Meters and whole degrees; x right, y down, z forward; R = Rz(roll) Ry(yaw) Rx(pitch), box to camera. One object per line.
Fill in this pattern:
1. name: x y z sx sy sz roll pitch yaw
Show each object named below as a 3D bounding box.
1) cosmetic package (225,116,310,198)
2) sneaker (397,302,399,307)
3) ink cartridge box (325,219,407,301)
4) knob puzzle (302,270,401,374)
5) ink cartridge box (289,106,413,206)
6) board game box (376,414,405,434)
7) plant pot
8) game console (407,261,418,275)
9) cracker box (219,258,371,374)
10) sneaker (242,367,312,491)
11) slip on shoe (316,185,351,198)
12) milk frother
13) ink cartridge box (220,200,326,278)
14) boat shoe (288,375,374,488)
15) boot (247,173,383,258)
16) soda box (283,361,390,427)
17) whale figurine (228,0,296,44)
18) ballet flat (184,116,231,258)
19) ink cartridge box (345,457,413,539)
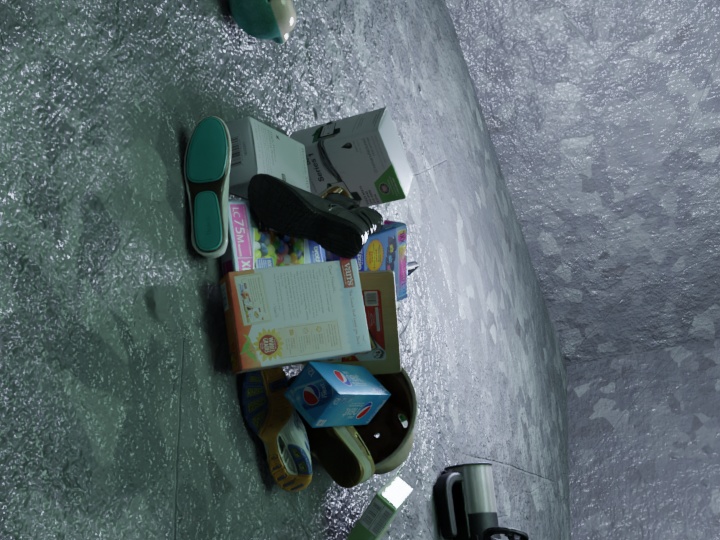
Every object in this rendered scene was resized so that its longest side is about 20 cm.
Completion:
1. cosmetic package: -0.151 -0.166 1.481 0.199 0.073 0.104 10 70 -67
2. sneaker: -0.005 0.126 1.710 0.111 0.071 0.204 15 90 -34
3. ink cartridge box: 0.000 0.000 1.582 0.199 0.075 0.140 -20 113 -52
4. knob puzzle: -0.039 0.082 1.452 0.031 0.215 0.223 -84 154 -62
5. ink cartridge box: -0.024 -0.187 1.657 0.148 0.196 0.085 64 27 -30
6. board game box: 0.031 0.203 1.697 0.023 0.103 0.203 42 -28 59
7. plant pot: 0.011 0.254 1.553 0.184 0.196 0.205 62 23 -64
8. game console: 0.057 0.083 1.852 0.119 0.170 0.199 52 18 9
9. cracker box: -0.092 0.064 1.322 0.058 0.196 0.137 152 -69 -65
10. sneaker: -0.123 0.220 1.368 0.088 0.074 0.204 -91 167 -82
11. slip on shoe: -0.097 -0.065 1.507 0.076 0.060 0.200 50 63 -8
12. milk frother: 0.279 0.524 2.076 0.180 0.196 0.192 27 53 -59
13. ink cartridge box: -0.123 -0.043 1.410 0.197 0.042 0.122 -2 79 -43
14. boat shoe: -0.049 0.247 1.430 0.066 0.074 0.201 13 36 -57
15. boot: -0.068 -0.091 1.401 0.198 0.070 0.132 32 24 2
16. soda box: -0.030 0.183 1.373 0.068 0.065 0.199 43 9 22
17. whale figurine: -0.174 -0.459 1.586 0.200 0.102 0.162 -117 -174 -69
18. ballet flat: -0.212 -0.113 1.316 0.069 0.068 0.205 26 58 -65
19. ink cartridge box: 0.037 0.411 1.577 0.048 0.147 0.199 35 16 14
